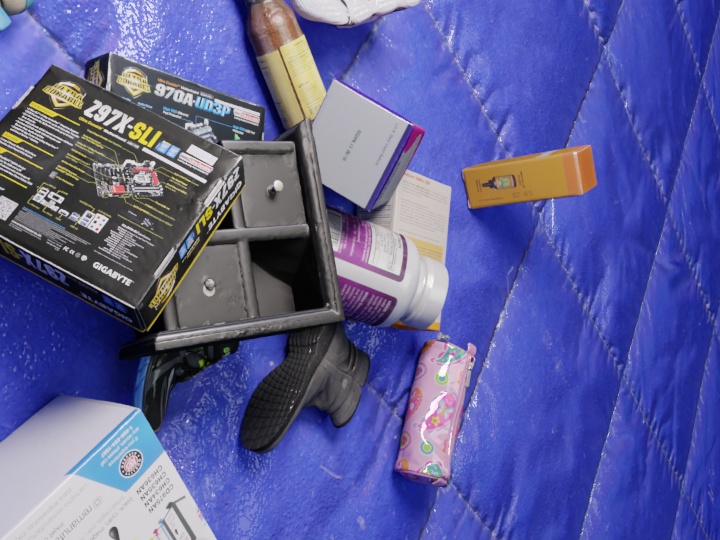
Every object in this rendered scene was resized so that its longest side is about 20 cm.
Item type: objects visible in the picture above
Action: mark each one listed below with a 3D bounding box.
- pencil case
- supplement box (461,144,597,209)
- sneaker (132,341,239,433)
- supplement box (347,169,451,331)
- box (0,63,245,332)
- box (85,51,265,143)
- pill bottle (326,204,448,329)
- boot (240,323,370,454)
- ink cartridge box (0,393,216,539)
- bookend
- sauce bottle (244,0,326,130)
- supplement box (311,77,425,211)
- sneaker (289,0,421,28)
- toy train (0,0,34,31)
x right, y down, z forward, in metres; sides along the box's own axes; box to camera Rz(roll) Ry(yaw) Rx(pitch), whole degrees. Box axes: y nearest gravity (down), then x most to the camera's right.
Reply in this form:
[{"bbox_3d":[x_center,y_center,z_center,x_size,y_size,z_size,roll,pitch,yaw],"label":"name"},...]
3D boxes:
[{"bbox_3d":[0.107,0.198,1.089,0.087,0.086,0.204,35,64,-42],"label":"pencil case"},{"bbox_3d":[0.257,-0.143,1.190,0.068,0.197,0.068,-29,109,-49],"label":"supplement box"},{"bbox_3d":[-0.165,0.072,0.769,0.082,0.071,0.202,28,60,-5],"label":"sneaker"},{"bbox_3d":[0.054,-0.026,1.041,0.125,0.072,0.205,13,80,-49],"label":"supplement box"},{"bbox_3d":[-0.219,-0.065,0.639,0.161,0.197,0.050,-60,171,-28],"label":"box"},{"bbox_3d":[-0.186,-0.110,0.785,0.198,0.045,0.163,8,83,-49],"label":"box"},{"bbox_3d":[0.000,0.000,0.900,0.196,0.112,0.115,21,71,-20],"label":"pill bottle"},{"bbox_3d":[-0.052,0.153,0.920,0.202,0.069,0.133,-59,134,-27],"label":"boot"},{"bbox_3d":[-0.226,0.235,0.648,0.147,0.142,0.203,-45,121,-41],"label":"ink cartridge box"},{"bbox_3d":[-0.131,-0.034,0.726,0.195,0.091,0.205,-5,83,-38],"label":"bookend"},{"bbox_3d":[-0.090,-0.255,0.889,0.066,0.065,0.204,-40,120,-42],"label":"sauce bottle"},{"bbox_3d":[0.005,-0.141,0.881,0.103,0.102,0.200,-61,175,11],"label":"supplement box"},{"bbox_3d":[-0.021,-0.334,0.946,0.197,0.114,0.077,-22,105,-34],"label":"sneaker"},{"bbox_3d":[-0.345,-0.261,0.585,0.202,0.083,0.117,59,39,-30],"label":"toy train"}]
